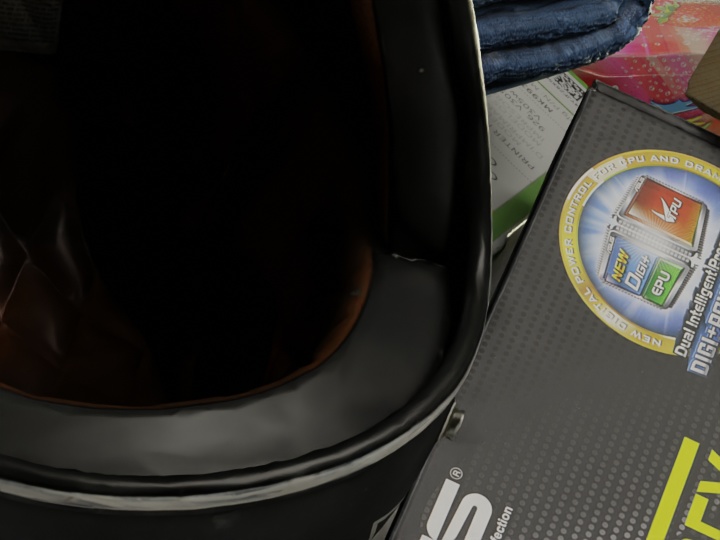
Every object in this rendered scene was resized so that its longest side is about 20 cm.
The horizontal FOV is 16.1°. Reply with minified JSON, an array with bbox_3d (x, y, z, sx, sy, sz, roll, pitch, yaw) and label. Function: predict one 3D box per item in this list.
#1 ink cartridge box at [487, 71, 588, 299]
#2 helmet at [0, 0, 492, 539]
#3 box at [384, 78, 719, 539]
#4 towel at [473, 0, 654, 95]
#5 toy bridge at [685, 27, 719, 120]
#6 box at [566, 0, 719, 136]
[{"bbox_3d":[0.000,0.000,0.720,0.059,0.104,0.200,43,27,5],"label":"ink cartridge box"},{"bbox_3d":[-0.066,-0.013,0.560,0.199,0.191,0.200,-2,10,0],"label":"helmet"},{"bbox_3d":[0.091,0.068,0.617,0.160,0.044,0.200,26,57,2],"label":"box"},{"bbox_3d":[-0.025,-0.078,0.712,0.200,0.049,0.111,7,19,44],"label":"towel"},{"bbox_3d":[0.151,-0.020,0.721,0.067,0.027,0.200,32,2,28],"label":"toy bridge"},{"bbox_3d":[0.108,-0.064,0.894,0.094,0.103,0.200,-1,25,1],"label":"box"}]
